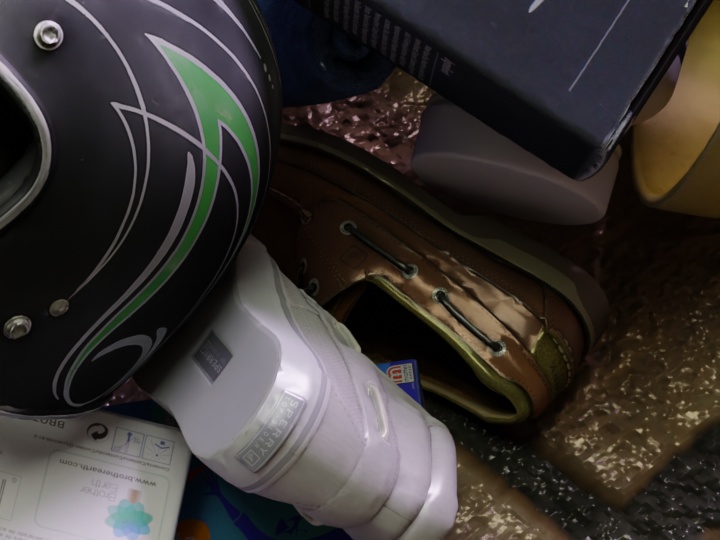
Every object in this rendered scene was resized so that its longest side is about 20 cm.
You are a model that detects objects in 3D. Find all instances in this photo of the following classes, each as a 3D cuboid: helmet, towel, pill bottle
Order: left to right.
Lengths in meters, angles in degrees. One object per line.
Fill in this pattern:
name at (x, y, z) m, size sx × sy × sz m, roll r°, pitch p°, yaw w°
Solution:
helmet at (-0.124, -0.061, 1.052) m, size 0.200 × 0.200 × 0.191 m, roll 33°, pitch 104°, yaw 32°
towel at (-0.021, -0.121, 1.209) m, size 0.049 × 0.200 × 0.112 m, roll 26°, pitch 83°, yaw -17°
pill bottle at (0.085, -0.125, 1.176) m, size 0.111 × 0.111 × 0.200 m, roll 12°, pitch 78°, yaw 20°

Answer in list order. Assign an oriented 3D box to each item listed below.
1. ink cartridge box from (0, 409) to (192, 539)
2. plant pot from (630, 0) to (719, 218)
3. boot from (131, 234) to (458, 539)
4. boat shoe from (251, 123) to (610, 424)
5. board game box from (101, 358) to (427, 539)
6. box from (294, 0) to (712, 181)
ink cartridge box at (-0.134, 0.130, 1.025) m, size 0.119 × 0.042 × 0.200 m, roll 15°, pitch 47°, yaw -7°
plant pot at (0.212, -0.099, 1.169) m, size 0.142 × 0.200 × 0.200 m, roll 18°, pitch 50°, yaw -8°
boot at (-0.024, 0.051, 1.084) m, size 0.074 × 0.096 × 0.200 m, roll -51°, pitch 21°, yaw 9°
boat shoe at (0.000, 0.000, 1.177) m, size 0.200 × 0.072 × 0.068 m, roll 21°, pitch 55°, yaw 26°
board game box at (-0.067, 0.118, 1.105) m, size 0.200 × 0.045 × 0.152 m, roll -10°, pitch 49°, yaw 3°
box at (0.043, -0.148, 1.065) m, size 0.200 × 0.104 × 0.148 m, roll 34°, pitch 85°, yaw 1°
